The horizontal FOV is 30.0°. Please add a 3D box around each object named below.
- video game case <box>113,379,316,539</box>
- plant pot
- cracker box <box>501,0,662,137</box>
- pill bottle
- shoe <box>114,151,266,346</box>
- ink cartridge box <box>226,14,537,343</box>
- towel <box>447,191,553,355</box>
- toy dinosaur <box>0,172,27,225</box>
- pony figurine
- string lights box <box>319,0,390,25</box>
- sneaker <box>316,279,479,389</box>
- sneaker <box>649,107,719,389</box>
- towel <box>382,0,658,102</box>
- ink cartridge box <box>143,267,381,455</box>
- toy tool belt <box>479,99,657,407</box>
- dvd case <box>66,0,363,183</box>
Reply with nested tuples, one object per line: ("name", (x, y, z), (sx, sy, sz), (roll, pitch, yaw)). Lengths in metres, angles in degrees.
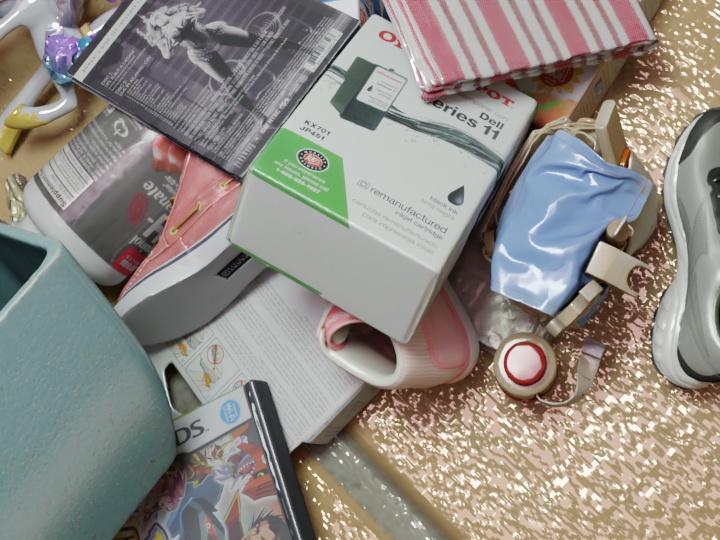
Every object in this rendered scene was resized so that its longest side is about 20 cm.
("video game case", (-0.119, 0.210, 1.011), (0.180, 0.025, 0.202), (-27, 70, 21))
("plant pot", (-0.248, 0.104, 0.961), (0.196, 0.200, 0.196), (14, 61, 52))
("cracker box", (0.154, -0.210, 1.054), (0.133, 0.058, 0.201), (31, 86, 21))
("pill bottle", (-0.200, -0.059, 1.085), (0.200, 0.111, 0.111), (-43, 68, 1))
("shoe", (-0.122, -0.028, 1.028), (0.199, 0.071, 0.092), (-37, 55, 22))
("ink cartridge box", (0.020, -0.071, 0.941), (0.146, 0.083, 0.201), (28, 48, 5))
("towel", (0.083, -0.024, 1.036), (0.199, 0.034, 0.133), (33, 84, 23))
("toy dinosaur", (-0.319, 0.006, 1.114), (0.047, 0.088, 0.202), (9, 76, 32))
("pony figurine", (-0.269, -0.223, 1.147), (0.199, 0.167, 0.194), (-32, 101, 2))
("string lights box", (-0.016, -0.256, 1.092), (0.058, 0.103, 0.202), (-7, 74, 15))
("sneaker", (0.000, 0.000, 0.975), (0.075, 0.104, 0.201), (-44, 70, 37))
("sneaker", (0.259, -0.017, 0.947), (0.073, 0.079, 0.202), (10, 79, -26))
("towel", (0.105, -0.202, 0.977), (0.198, 0.030, 0.147), (-14, 68, -23))
("ink cartridge box", (-0.088, 0.058, 1.058), (0.174, 0.043, 0.200), (-45, 68, 15))
("toy tool belt", (0.138, -0.011, 0.930), (0.124, 0.123, 0.202), (21, 83, 14))
("dvd case", (-0.114, -0.166, 1.026), (0.199, 0.016, 0.149), (31, 79, 29))
